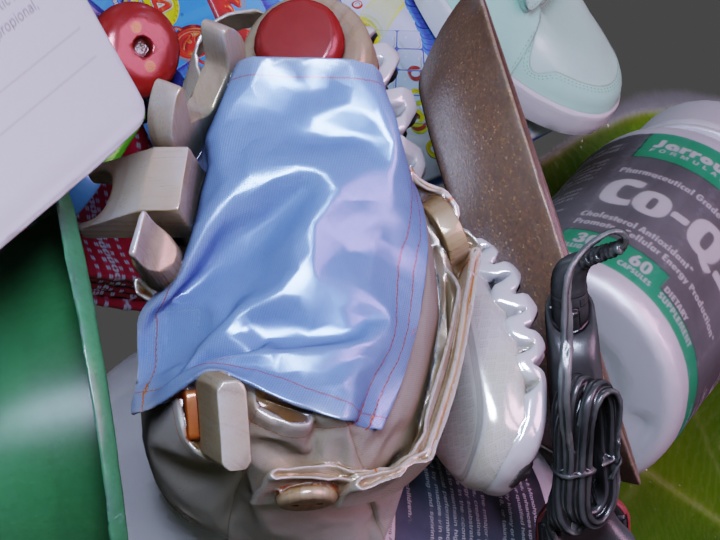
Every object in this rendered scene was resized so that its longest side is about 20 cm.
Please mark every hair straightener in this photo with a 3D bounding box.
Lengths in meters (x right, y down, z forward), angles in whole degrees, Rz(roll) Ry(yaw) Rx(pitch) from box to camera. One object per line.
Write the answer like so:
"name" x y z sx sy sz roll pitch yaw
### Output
"hair straightener" 0.084 0.082 1.038 0.077 0.041 0.201 -94 -176 -66

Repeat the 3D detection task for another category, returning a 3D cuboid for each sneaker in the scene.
"sneaker" 0.000 0.000 1.064 0.081 0.075 0.200 -8 52 -30
"sneaker" 0.074 -0.149 1.221 0.201 0.118 0.074 52 35 -20

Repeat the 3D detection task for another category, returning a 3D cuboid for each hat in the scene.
"hat" -0.169 0.066 0.947 0.200 0.175 0.166 -113 -162 -59

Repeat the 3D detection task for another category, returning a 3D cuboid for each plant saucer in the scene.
"plant saucer" 0.060 -0.009 1.147 0.200 0.037 0.201 -17 90 -86

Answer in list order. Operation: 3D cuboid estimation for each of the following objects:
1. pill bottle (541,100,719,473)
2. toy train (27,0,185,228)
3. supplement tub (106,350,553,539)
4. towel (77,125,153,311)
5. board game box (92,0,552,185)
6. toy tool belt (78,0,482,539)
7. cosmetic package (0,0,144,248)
"pill bottle" 0.128 0.004 1.369 0.113 0.113 0.200 63 36 -14
"toy train" -0.168 -0.084 1.039 0.200 0.085 0.116 39 67 -20
"supplement tub" -0.009 0.107 1.112 0.200 0.140 0.141 19 61 -49
"towel" -0.086 -0.054 1.178 0.200 0.022 0.145 10 67 -52
"board game box" -0.027 -0.117 1.221 0.200 0.056 0.196 -24 89 -56
"toy tool belt" -0.025 -0.016 0.971 0.123 0.124 0.201 68 23 -67
"cosmetic package" -0.205 -0.074 0.895 0.200 0.164 0.165 62 36 -14
